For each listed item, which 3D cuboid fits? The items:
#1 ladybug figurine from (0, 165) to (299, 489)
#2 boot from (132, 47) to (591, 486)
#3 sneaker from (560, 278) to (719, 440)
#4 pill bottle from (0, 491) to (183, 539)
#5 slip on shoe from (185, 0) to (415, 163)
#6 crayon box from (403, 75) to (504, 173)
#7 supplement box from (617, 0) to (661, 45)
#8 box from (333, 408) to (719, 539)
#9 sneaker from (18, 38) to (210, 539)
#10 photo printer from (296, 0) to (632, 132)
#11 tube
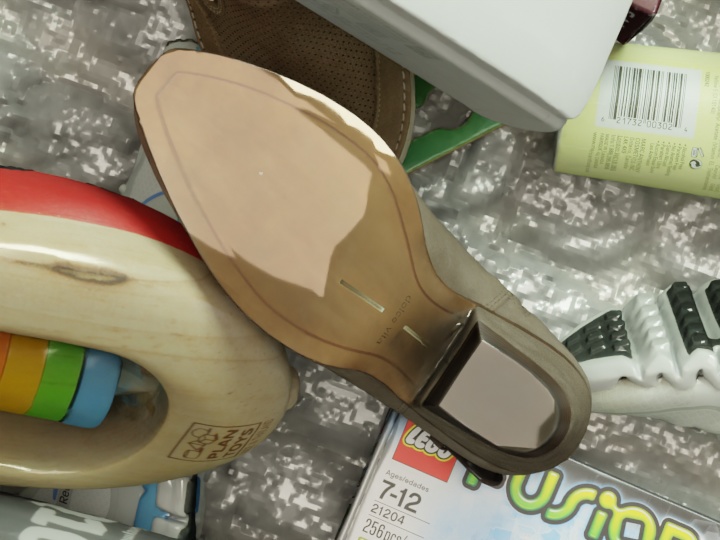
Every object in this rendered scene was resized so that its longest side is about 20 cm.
[{"bbox_3d":[-0.115,0.016,0.864,0.199,0.136,0.072,14,51,-22],"label":"ladybug figurine"},{"bbox_3d":[0.000,0.000,0.889,0.070,0.146,0.200,-44,96,1],"label":"boot"},{"bbox_3d":[0.171,0.048,0.962,0.199,0.075,0.081,-1,113,6],"label":"sneaker"},{"bbox_3d":[-0.087,0.145,0.893,0.199,0.113,0.114,15,85,4],"label":"pill bottle"},{"bbox_3d":[-0.029,-0.106,0.882,0.076,0.061,0.201,-4,121,12],"label":"slip on shoe"},{"bbox_3d":[-0.001,-0.139,0.977,0.127,0.051,0.201,-27,88,-5],"label":"crayon box"},{"bbox_3d":[0.034,-0.175,0.926,0.199,0.061,0.109,25,84,-2],"label":"supplement box"},{"bbox_3d":[0.084,0.132,0.967,0.199,0.035,0.111,23,85,0],"label":"box"},{"bbox_3d":[-0.092,0.011,0.953,0.086,0.075,0.201,7,85,4],"label":"sneaker"},{"bbox_3d":[0.040,-0.168,0.829,0.166,0.069,0.201,29,81,-36],"label":"photo printer"},{"bbox_3d":[0.172,-0.048,0.960,0.199,0.058,0.052,7,58,4],"label":"tube"}]
